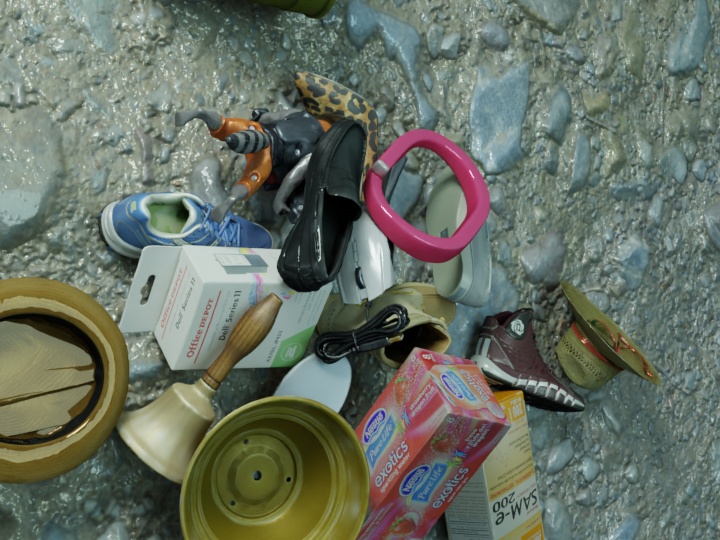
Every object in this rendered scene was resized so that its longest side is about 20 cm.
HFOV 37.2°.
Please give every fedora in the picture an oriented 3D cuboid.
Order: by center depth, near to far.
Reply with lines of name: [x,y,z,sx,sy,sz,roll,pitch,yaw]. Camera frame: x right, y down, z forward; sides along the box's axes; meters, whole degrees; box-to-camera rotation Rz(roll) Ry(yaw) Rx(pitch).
fedora: [-0.321,0.102,1.010,0.198,0.081,0.205,2,87,-31]

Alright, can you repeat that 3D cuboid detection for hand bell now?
hand bell: [-0.145,0.106,1.078,0.104,0.104,0.201,40,92,-27]

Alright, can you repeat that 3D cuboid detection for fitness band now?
fitness band: [0.081,-0.089,1.239,0.144,0.037,0.200,44,39,-2]

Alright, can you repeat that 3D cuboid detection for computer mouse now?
computer mouse: [0.000,0.000,1.178,0.044,0.108,0.203,45,35,-45]

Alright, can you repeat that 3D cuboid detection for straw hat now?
straw hat: [0.318,0.115,1.475,0.200,0.202,0.085,35,109,-30]

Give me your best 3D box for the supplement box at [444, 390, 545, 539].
supplement box: [0.162,0.264,1.346,0.125,0.073,0.204,-14,96,-52]

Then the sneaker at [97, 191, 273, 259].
sneaker: [-0.172,-0.037,1.126,0.198,0.077,0.077,7,71,-38]

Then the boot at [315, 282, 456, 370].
boot: [0.064,0.065,1.246,0.197,0.155,0.074,0,102,-34]

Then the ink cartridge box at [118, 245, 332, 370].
ink cartridge box: [-0.141,0.040,1.122,0.197,0.067,0.118,2,125,-36]

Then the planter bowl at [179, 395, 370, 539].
planter bowl: [-0.095,0.219,1.087,0.197,0.083,0.204,-3,98,-23]

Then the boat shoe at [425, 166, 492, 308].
boat shoe: [0.129,-0.041,1.334,0.071,0.070,0.203,27,48,-33]

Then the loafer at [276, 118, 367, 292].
loafer: [-0.025,-0.069,1.108,0.068,0.070,0.203,41,57,-41]

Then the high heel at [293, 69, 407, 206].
high heel: [-0.028,-0.127,1.247,0.200,0.071,0.144,41,62,-35]

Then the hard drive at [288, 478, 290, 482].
hard drive: [-0.001,0.276,1.266,0.198,0.033,0.142,26,73,-33]

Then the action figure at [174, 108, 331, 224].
action figure: [-0.082,-0.108,1.141,0.192,0.105,0.202,-18,71,-44]

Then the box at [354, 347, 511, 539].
box: [0.059,0.196,1.170,0.094,0.103,0.201,16,121,-34]

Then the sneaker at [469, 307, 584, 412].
sneaker: [0.234,0.114,1.427,0.198,0.075,0.117,25,70,-32]

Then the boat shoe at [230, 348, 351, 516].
boat shoe: [-0.080,0.177,1.186,0.074,0.086,0.204,31,81,-6]

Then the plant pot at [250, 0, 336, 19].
plant pot: [-0.129,-0.378,1.130,0.190,0.200,0.204,-1,88,-24]
